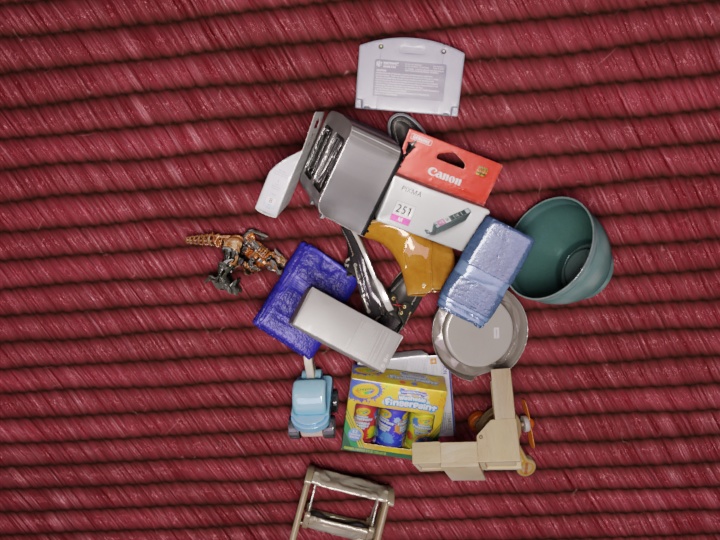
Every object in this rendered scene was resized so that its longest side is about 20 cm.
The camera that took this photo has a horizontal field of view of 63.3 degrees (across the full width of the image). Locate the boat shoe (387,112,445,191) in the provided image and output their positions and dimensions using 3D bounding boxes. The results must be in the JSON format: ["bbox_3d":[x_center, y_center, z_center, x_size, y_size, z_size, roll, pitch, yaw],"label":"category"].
[{"bbox_3d":[0.117,-0.214,1.128,0.068,0.057,0.201,-29,102,11],"label":"boat shoe"}]

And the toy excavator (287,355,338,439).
[{"bbox_3d":[-0.102,0.230,1.231,0.099,0.195,0.201,-1,133,4],"label":"toy excavator"}]

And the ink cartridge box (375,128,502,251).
[{"bbox_3d":[0.149,-0.145,1.090,0.198,0.044,0.175,18,111,-10],"label":"ink cartridge box"}]

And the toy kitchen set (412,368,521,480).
[{"bbox_3d":[0.215,0.318,1.179,0.198,0.163,0.182,-6,60,14],"label":"toy kitchen set"}]

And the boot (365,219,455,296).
[{"bbox_3d":[0.089,-0.023,1.150,0.199,0.071,0.145,3,76,-4],"label":"boot"}]

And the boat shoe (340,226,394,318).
[{"bbox_3d":[0.000,0.000,1.168,0.060,0.074,0.201,-26,87,5],"label":"boat shoe"}]

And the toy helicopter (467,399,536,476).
[{"bbox_3d":[0.335,0.370,1.275,0.132,0.079,0.201,-34,111,2],"label":"toy helicopter"}]

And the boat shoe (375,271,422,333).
[{"bbox_3d":[0.075,0.082,1.209,0.073,0.063,0.202,31,103,0],"label":"boat shoe"}]

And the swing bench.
[{"bbox_3d":[-0.043,0.542,1.308,0.197,0.130,0.202,15,100,0],"label":"swing bench"}]

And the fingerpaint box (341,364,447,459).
[{"bbox_3d":[0.068,0.298,1.217,0.198,0.073,0.168,9,106,-1],"label":"fingerpaint box"}]

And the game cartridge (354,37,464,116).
[{"bbox_3d":[0.092,-0.367,1.101,0.198,0.041,0.134,6,109,2],"label":"game cartridge"}]

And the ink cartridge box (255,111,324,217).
[{"bbox_3d":[-0.129,-0.209,1.092,0.047,0.160,0.201,22,105,-4],"label":"ink cartridge box"}]

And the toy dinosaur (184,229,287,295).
[{"bbox_3d":[-0.257,-0.026,1.201,0.199,0.102,0.137,20,91,17],"label":"toy dinosaur"}]

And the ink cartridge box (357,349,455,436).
[{"bbox_3d":[0.101,0.273,1.268,0.198,0.041,0.201,-5,105,4],"label":"ink cartridge box"}]

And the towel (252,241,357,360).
[{"bbox_3d":[-0.109,0.060,1.183,0.147,0.050,0.201,32,80,-5],"label":"towel"}]

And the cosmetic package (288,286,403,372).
[{"bbox_3d":[-0.033,0.113,1.122,0.199,0.107,0.091,32,80,-10],"label":"cosmetic package"}]

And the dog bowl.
[{"bbox_3d":[0.236,0.121,1.189,0.198,0.059,0.202,-1,96,-7],"label":"dog bowl"}]

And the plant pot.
[{"bbox_3d":[0.392,-0.020,1.108,0.134,0.201,0.201,23,107,-31],"label":"plant pot"}]

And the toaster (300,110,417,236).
[{"bbox_3d":[-0.017,-0.188,1.070,0.118,0.181,0.201,20,107,-25],"label":"toaster"}]

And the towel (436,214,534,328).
[{"bbox_3d":[0.234,0.003,1.104,0.111,0.049,0.201,28,104,-3],"label":"towel"}]
